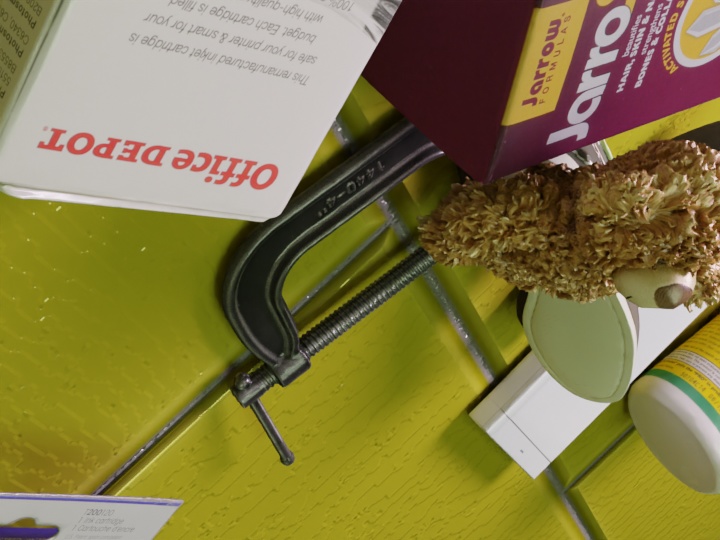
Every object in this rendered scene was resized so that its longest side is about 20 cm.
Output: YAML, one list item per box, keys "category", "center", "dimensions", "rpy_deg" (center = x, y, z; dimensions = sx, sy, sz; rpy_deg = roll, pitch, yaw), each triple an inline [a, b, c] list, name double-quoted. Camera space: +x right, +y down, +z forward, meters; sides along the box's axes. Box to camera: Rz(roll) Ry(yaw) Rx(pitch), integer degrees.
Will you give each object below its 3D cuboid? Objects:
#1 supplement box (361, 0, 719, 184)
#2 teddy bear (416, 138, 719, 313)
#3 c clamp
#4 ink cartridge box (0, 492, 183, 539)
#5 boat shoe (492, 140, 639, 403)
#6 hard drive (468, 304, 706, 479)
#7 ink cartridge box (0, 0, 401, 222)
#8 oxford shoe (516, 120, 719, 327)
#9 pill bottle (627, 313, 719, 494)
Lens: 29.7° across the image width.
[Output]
- category: "supplement box"
  center: [0.111, -0.143, 0.623]
  dimensions: [0.199, 0.103, 0.132]
  rpy_deg: [-22, 143, -31]
- category: "teddy bear"
  center: [0.107, -0.011, 0.657]
  dimensions: [0.145, 0.199, 0.067]
  rpy_deg: [29, 73, -39]
- category: "c clamp"
  center: [0.000, 0.000, 0.735]
  dimensions: [0.200, 0.027, 0.171]
  rpy_deg: [-40, 142, -6]
- category: "ink cartridge box"
  center: [-0.212, 0.169, 0.660]
  dimensions: [0.200, 0.043, 0.198]
  rpy_deg: [-52, 147, 14]
- category: "boat shoe"
  center: [0.129, -0.005, 0.796]
  dimensions: [0.060, 0.072, 0.203]
  rpy_deg: [-58, 142, -37]
- category: "hard drive"
  center: [0.174, 0.060, 0.993]
  dimensions: [0.200, 0.027, 0.132]
  rpy_deg: [-45, 148, -1]
- category: "ink cartridge box"
  center: [-0.053, -0.125, 0.473]
  dimensions: [0.145, 0.084, 0.201]
  rpy_deg: [5, 123, -50]
- category: "oxford shoe"
  center: [0.190, -0.023, 0.886]
  dimensions: [0.200, 0.072, 0.071]
  rpy_deg: [-40, 154, 12]
- category: "pill bottle"
  center: [0.326, 0.081, 1.109]
  dimensions: [0.199, 0.113, 0.113]
  rpy_deg: [-36, 147, -15]
